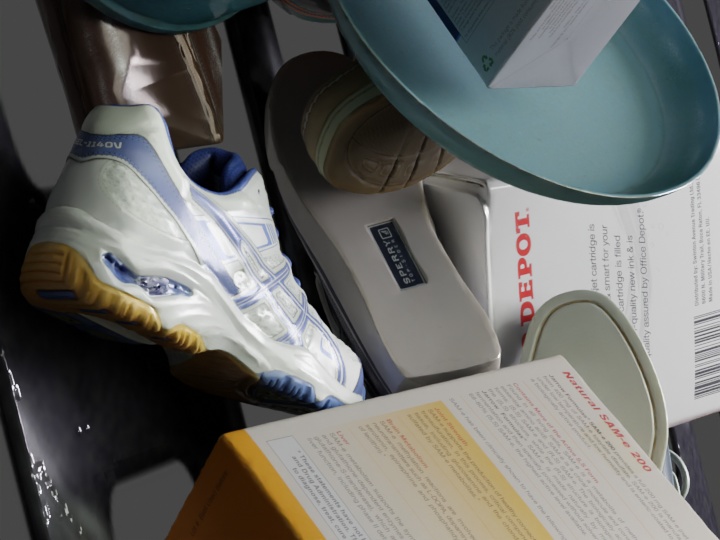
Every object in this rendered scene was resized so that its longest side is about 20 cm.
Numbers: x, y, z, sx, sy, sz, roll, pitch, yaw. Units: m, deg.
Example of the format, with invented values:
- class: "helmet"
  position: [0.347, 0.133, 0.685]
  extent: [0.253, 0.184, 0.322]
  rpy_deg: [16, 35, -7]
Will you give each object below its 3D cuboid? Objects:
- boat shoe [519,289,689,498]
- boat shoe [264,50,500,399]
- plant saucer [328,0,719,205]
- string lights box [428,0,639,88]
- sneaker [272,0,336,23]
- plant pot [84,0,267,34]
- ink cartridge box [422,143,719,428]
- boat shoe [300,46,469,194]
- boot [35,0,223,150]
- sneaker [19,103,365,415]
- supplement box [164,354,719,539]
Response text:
- class: "boat shoe"
  position: [0.117, 0.110, 0.976]
  extent: [0.062, 0.074, 0.202]
  rpy_deg: [35, 39, -81]
- class: "boat shoe"
  position: [0.000, 0.000, 0.990]
  extent: [0.093, 0.074, 0.201]
  rpy_deg: [108, -33, -54]
- class: "plant saucer"
  position: [0.066, -0.100, 0.917]
  extent: [0.199, 0.027, 0.201]
  rpy_deg: [21, 41, -19]
- class: "string lights box"
  position: [0.046, -0.184, 0.883]
  extent: [0.059, 0.103, 0.201]
  rpy_deg: [-5, 54, -43]
- class: "sneaker"
  position: [-0.026, -0.150, 0.993]
  extent: [0.199, 0.079, 0.072]
  rpy_deg: [15, 82, -58]
- class: "plant pot"
  position: [-0.016, -0.205, 0.777]
  extent: [0.199, 0.187, 0.202]
  rpy_deg: [17, 69, -52]
- class: "ink cartridge box"
  position: [0.118, 0.005, 1.058]
  extent: [0.199, 0.084, 0.147]
  rpy_deg: [-13, 106, -33]
- class: "boat shoe"
  position: [0.032, -0.094, 0.969]
  extent: [0.066, 0.074, 0.199]
  rpy_deg: [39, 38, 20]
- class: "boot"
  position: [-0.090, -0.155, 0.870]
  extent: [0.186, 0.064, 0.201]
  rpy_deg: [-41, 112, -48]
- class: "sneaker"
  position: [-0.049, 0.001, 0.839]
  extent: [0.200, 0.075, 0.089]
  rpy_deg: [36, 65, -55]
- class: "supplement box"
  position: [0.038, 0.116, 0.849]
  extent: [0.199, 0.074, 0.126]
  rpy_deg: [-9, 50, -42]
